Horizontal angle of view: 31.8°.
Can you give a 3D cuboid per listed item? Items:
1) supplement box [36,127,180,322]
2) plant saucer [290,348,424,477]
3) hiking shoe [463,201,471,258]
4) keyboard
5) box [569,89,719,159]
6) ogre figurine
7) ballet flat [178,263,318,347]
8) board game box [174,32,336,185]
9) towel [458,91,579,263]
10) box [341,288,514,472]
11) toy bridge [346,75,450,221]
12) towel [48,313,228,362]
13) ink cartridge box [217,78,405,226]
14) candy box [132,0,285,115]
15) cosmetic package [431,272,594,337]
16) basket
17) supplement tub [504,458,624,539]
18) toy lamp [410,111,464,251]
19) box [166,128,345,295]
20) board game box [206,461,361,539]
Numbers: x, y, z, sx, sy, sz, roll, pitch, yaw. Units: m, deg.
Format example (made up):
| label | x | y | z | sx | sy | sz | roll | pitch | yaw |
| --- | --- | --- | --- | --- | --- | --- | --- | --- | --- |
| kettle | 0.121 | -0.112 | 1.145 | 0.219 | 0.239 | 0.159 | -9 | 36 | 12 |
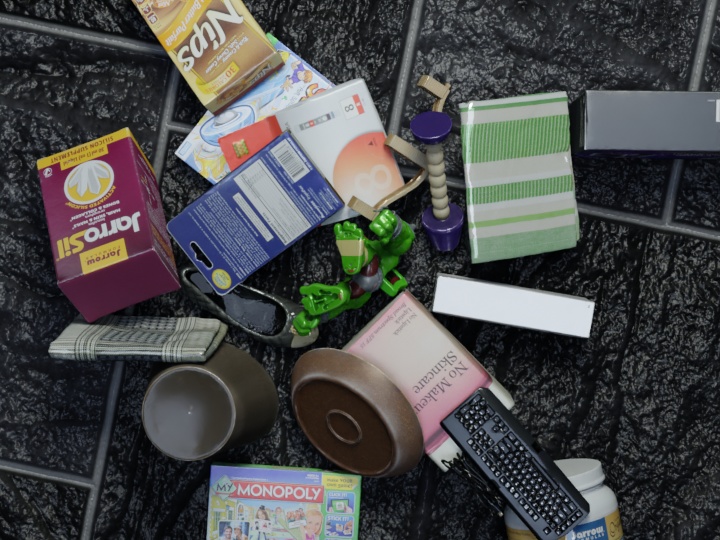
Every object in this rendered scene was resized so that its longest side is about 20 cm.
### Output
| label | x | y | z | sx | sy | sz | roll | pitch | yaw |
| --- | --- | --- | --- | --- | --- | --- | --- | --- | --- |
| supplement box | -0.317 | -0.058 | 1.580 | 0.131 | 0.103 | 0.200 | -20 | 58 | 1 |
| plant saucer | -0.013 | 0.188 | 1.586 | 0.200 | 0.200 | 0.034 | 46 | 49 | 0 |
| hiking shoe | 0.184 | -0.107 | 1.619 | 0.086 | 0.074 | 0.201 | 11 | 93 | 1 |
| keyboard | 0.176 | 0.244 | 1.519 | 0.104 | 0.040 | 0.200 | -42 | 78 | 2 |
| box | 0.369 | -0.180 | 1.579 | 0.199 | 0.141 | 0.079 | 1 | 94 | 2 |
| ogre figurine | 0.000 | 0.000 | 1.589 | 0.098 | 0.120 | 0.200 | 28 | 109 | 25 |
| ballet flat | -0.149 | 0.050 | 1.642 | 0.200 | 0.057 | 0.067 | 24 | 89 | 1 |
| board game box | -0.128 | -0.188 | 1.647 | 0.135 | 0.034 | 0.200 | 37 | 92 | 1 |
| towel | 0.199 | -0.118 | 1.586 | 0.152 | 0.023 | 0.201 | -8 | 98 | -17 |
| box | 0.081 | 0.137 | 1.611 | 0.200 | 0.109 | 0.128 | 45 | 92 | 1 |
| toy bridge | 0.062 | -0.150 | 1.597 | 0.067 | 0.027 | 0.200 | 31 | 89 | -20 |
| towel | -0.271 | 0.079 | 1.577 | 0.192 | 0.200 | 0.035 | 1 | 98 | 1 |
| ink cartridge box | -0.060 | -0.135 | 1.610 | 0.200 | 0.050 | 0.163 | -25 | 104 | -9 |
| candy box | -0.200 | -0.313 | 1.616 | 0.115 | 0.055 | 0.200 | -36 | 77 | 4 |
| cosmetic package | 0.193 | 0.045 | 1.619 | 0.199 | 0.083 | 0.051 | 10 | 91 | 2 |
| basket | -0.196 | 0.166 | 1.576 | 0.180 | 0.200 | 0.136 | 24 | 92 | 0 |
| supplement tub | 0.261 | 0.350 | 1.593 | 0.144 | 0.145 | 0.201 | -11 | 91 | 2 |
| toy lamp | 0.099 | -0.105 | 1.578 | 0.058 | 0.200 | 0.058 | -5 | 47 | 5 |
| box | -0.134 | -0.072 | 1.600 | 0.200 | 0.032 | 0.121 | -36 | 101 | 8 |
| board game box | -0.101 | 0.326 | 1.662 | 0.199 | 0.029 | 0.135 | 3 | 92 | 2 |
